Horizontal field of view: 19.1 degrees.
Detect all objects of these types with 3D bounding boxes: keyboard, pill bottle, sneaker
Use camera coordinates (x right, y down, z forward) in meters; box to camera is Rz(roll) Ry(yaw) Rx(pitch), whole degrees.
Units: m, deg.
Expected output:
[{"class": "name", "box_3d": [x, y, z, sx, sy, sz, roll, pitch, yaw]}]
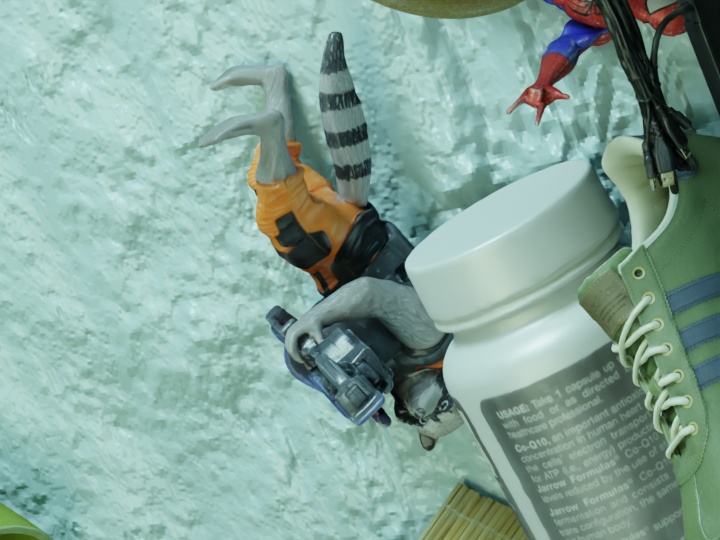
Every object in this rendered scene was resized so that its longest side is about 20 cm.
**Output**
[{"class": "keyboard", "box_3d": [0.133, -0.109, 0.842, 0.021, 0.127, 0.201, -5, 112, 55]}, {"class": "pill bottle", "box_3d": [0.106, 0.061, 0.957, 0.113, 0.114, 0.201, -20, 104, 38]}, {"class": "sneaker", "box_3d": [0.127, 0.029, 0.865, 0.089, 0.202, 0.067, 15, 149, -10]}]

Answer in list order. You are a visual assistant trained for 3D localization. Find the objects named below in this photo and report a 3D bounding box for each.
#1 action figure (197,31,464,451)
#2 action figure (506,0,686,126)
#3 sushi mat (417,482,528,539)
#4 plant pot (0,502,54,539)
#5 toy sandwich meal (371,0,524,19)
[{"class": "action figure", "box_3d": [0.000, 0.000, 0.987, 0.104, 0.200, 0.194, -34, 106, -4]}, {"class": "action figure", "box_3d": [0.042, -0.129, 0.908, 0.198, 0.099, 0.066, 21, 126, 19]}, {"class": "sushi mat", "box_3d": [0.035, 0.200, 1.036, 0.095, 0.200, 0.012, 31, 153, 16]}, {"class": "plant pot", "box_3d": [-0.306, 0.171, 1.263, 0.200, 0.186, 0.188, 37, 131, 30]}, {"class": "toy sandwich meal", "box_3d": [0.015, -0.187, 0.828, 0.070, 0.205, 0.206, -19, 105, 56]}]
